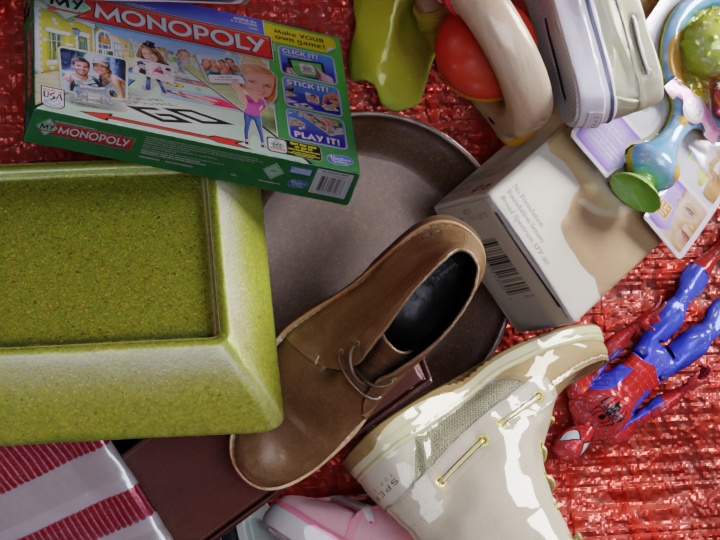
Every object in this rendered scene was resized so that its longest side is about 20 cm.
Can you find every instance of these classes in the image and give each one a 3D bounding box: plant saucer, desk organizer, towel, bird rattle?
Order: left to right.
[{"bbox_3d":[-0.191,0.155,1.504,0.144,0.023,0.200,-26,101,23],"label":"towel"},{"bbox_3d":[-0.150,0.004,1.463,0.199,0.048,0.200,-2,52,-7],"label":"plant saucer"},{"bbox_3d":[-0.061,0.088,1.526,0.200,0.072,0.077,-36,103,4],"label":"desk organizer"},{"bbox_3d":[0.000,0.000,1.592,0.200,0.037,0.201,-1,92,-18],"label":"plant saucer"},{"bbox_3d":[0.068,-0.159,1.522,0.113,0.200,0.163,-32,77,-18],"label":"bird rattle"}]

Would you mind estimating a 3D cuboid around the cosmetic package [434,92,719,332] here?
[{"bbox_3d":[0.155,-0.061,1.597,0.200,0.071,0.105,-42,104,-25],"label":"cosmetic package"}]

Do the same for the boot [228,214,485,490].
[{"bbox_3d":[-0.004,0.052,1.450,0.074,0.075,0.200,41,98,-11],"label":"boot"}]

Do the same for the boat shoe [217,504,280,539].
[{"bbox_3d":[-0.061,0.239,1.566,0.060,0.076,0.201,-19,81,22],"label":"boat shoe"}]

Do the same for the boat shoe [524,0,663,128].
[{"bbox_3d":[0.132,-0.185,1.523,0.062,0.072,0.201,-12,87,-17],"label":"boat shoe"}]

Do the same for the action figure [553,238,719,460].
[{"bbox_3d":[0.198,0.052,1.652,0.200,0.052,0.065,-45,107,-9],"label":"action figure"}]

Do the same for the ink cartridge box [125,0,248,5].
[{"bbox_3d":[-0.167,-0.259,1.508,0.199,0.043,0.199,-1,80,-16],"label":"ink cartridge box"}]

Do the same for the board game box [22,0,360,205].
[{"bbox_3d":[-0.103,-0.111,1.513,0.199,0.135,0.029,11,131,-18],"label":"board game box"}]

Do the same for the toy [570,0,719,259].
[{"bbox_3d":[0.225,-0.119,1.571,0.115,0.047,0.200,46,67,-22],"label":"toy"}]

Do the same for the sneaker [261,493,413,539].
[{"bbox_3d":[0.035,0.153,1.584,0.200,0.075,0.105,24,86,-29],"label":"sneaker"}]

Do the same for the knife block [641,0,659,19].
[{"bbox_3d":[0.212,-0.233,1.634,0.175,0.064,0.201,-2,93,-17],"label":"knife block"}]

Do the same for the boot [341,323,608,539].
[{"bbox_3d":[0.105,0.130,1.536,0.200,0.072,0.155,-27,76,-32],"label":"boot"}]
